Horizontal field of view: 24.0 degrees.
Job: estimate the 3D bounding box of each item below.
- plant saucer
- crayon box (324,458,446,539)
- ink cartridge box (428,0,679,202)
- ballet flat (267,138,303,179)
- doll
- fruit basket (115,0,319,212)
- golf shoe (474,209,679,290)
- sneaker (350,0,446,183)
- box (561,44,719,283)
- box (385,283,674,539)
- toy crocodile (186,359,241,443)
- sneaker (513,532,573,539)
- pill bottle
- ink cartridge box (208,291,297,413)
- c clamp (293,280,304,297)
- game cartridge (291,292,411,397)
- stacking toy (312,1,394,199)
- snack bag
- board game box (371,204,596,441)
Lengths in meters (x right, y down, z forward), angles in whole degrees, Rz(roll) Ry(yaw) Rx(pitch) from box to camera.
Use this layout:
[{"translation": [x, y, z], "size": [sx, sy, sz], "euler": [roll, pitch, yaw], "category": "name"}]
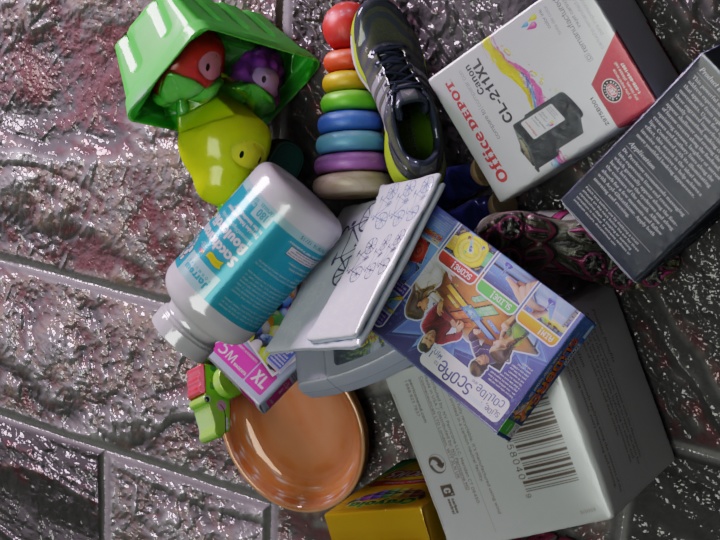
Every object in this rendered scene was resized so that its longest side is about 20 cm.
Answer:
[{"translation": [-0.072, 0.177, 1.934], "size": [0.199, 0.037, 0.201], "euler": [11, 110, 31], "category": "plant saucer"}, {"translation": [0.053, 0.249, 1.777], "size": [0.127, 0.200, 0.051], "euler": [-10, 100, 34], "category": "crayon box"}, {"translation": [0.187, -0.177, 1.626], "size": [0.200, 0.083, 0.146], "euler": [-33, 86, 35], "category": "ink cartridge box"}, {"translation": [-0.123, -0.053, 1.825], "size": [0.068, 0.200, 0.068], "euler": [40, 156, -25], "category": "ballet flat"}, {"translation": [0.066, -0.061, 1.762], "size": [0.200, 0.048, 0.137], "euler": [-24, 95, 41], "category": "doll"}, {"translation": [-0.140, -0.172, 1.752], "size": [0.216, 0.215, 0.156], "euler": [49, 115, 10], "category": "fruit basket"}, {"translation": [0.211, -0.029, 1.655], "size": [0.199, 0.092, 0.073], "euler": [9, 100, -1], "category": "golf shoe"}, {"translation": [0.044, -0.179, 1.675], "size": [0.074, 0.081, 0.201], "euler": [-18, 85, -8], "category": "sneaker"}, {"translation": [0.305, -0.105, 1.534], "size": [0.107, 0.148, 0.200], "euler": [49, 124, 10], "category": "box"}, {"translation": [0.170, 0.145, 1.686], "size": [0.199, 0.171, 0.200], "euler": [-18, 95, 36], "category": "box"}, {"translation": [-0.171, 0.095, 1.924], "size": [0.067, 0.062, 0.201], "euler": [-21, 63, 52], "category": "toy crocodile"}, {"translation": [0.141, 0.318, 1.819], "size": [0.199, 0.074, 0.088], "euler": [11, 105, 24], "category": "sneaker"}, {"translation": [-0.120, -0.003, 1.699], "size": [0.111, 0.111, 0.200], "euler": [43, 98, 14], "category": "pill bottle"}, {"translation": [-0.076, 0.040, 1.818], "size": [0.119, 0.042, 0.200], "euler": [42, 79, 18], "category": "ink cartridge box"}, {"translation": [0.000, 0.000, 1.757], "size": [0.199, 0.027, 0.172], "euler": [8, 88, 25], "category": "c clamp"}, {"translation": [0.018, 0.044, 1.684], "size": [0.199, 0.041, 0.134], "euler": [-28, 50, 23], "category": "game cartridge"}, {"translation": [-0.012, -0.177, 1.745], "size": [0.085, 0.085, 0.201], "euler": [-6, 85, 34], "category": "stacking toy"}, {"translation": [-0.009, -0.004, 1.654], "size": [0.021, 0.189, 0.200], "euler": [35, 160, -22], "category": "snack bag"}, {"translation": [0.102, 0.045, 1.574], "size": [0.200, 0.034, 0.136], "euler": [39, 94, 32], "category": "board game box"}]
